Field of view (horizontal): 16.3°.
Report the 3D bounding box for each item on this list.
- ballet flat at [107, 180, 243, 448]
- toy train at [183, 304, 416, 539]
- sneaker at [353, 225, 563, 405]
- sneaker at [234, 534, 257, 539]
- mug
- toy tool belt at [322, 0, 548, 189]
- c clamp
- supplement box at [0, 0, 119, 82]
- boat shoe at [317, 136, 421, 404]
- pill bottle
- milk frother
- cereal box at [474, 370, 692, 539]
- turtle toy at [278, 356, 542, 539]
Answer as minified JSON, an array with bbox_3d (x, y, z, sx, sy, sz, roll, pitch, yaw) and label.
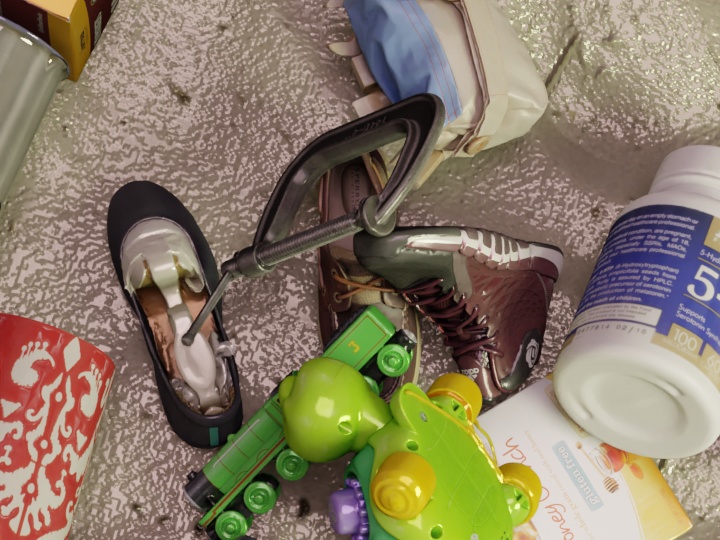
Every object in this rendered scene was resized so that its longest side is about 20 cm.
[{"bbox_3d":[-0.125,0.024,1.731,0.073,0.073,0.201,-16,78,-8],"label":"ballet flat"},{"bbox_3d":[-0.043,0.103,1.699,0.056,0.042,0.200,44,99,-2],"label":"toy train"},{"bbox_3d":[0.070,0.032,1.700,0.200,0.076,0.116,8,83,-48],"label":"sneaker"},{"bbox_3d":[-0.100,0.213,1.675,0.199,0.074,0.081,13,83,-16],"label":"sneaker"},{"bbox_3d":[-0.243,0.132,1.647,0.133,0.178,0.200,16,71,6],"label":"mug"},{"bbox_3d":[0.034,-0.163,1.763,0.123,0.125,0.200,-26,79,-18],"label":"toy tool belt"},{"bbox_3d":[-0.022,-0.038,1.668,0.027,0.200,0.171,42,48,-23],"label":"c clamp"},{"bbox_3d":[-0.243,-0.277,1.763,0.197,0.133,0.200,26,76,2],"label":"supplement box"},{"bbox_3d":[0.000,0.000,1.738,0.072,0.072,0.201,-5,75,9],"label":"boat shoe"},{"bbox_3d":[0.216,0.016,1.717,0.119,0.120,0.200,24,57,2],"label":"pill bottle"},{"bbox_3d":[-0.317,-0.100,1.682,0.180,0.200,0.189,21,75,5],"label":"milk frother"},{"bbox_3d":[0.107,0.168,1.727,0.200,0.040,0.144,-31,80,-11],"label":"cereal box"},{"bbox_3d":[0.027,0.136,1.636,0.101,0.146,0.200,-28,103,30],"label":"turtle toy"}]
